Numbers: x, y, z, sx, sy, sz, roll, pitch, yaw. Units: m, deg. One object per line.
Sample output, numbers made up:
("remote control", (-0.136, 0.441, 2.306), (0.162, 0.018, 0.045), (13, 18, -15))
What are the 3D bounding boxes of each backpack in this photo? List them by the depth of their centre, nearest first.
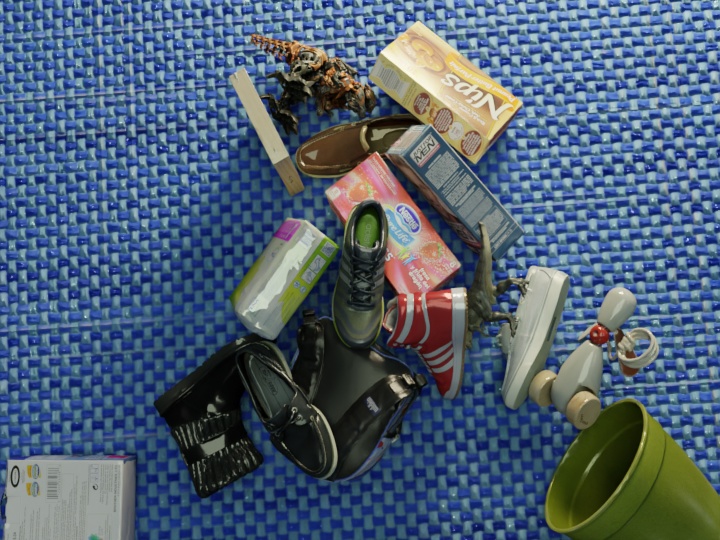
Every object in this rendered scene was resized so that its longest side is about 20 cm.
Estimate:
("backpack", (-0.027, 0.184, 1.278), (0.198, 0.154, 0.192), (30, 82, 22))

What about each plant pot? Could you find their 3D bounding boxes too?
("plant pot", (0.378, 0.310, 1.243), (0.192, 0.200, 0.202), (36, 85, -6))

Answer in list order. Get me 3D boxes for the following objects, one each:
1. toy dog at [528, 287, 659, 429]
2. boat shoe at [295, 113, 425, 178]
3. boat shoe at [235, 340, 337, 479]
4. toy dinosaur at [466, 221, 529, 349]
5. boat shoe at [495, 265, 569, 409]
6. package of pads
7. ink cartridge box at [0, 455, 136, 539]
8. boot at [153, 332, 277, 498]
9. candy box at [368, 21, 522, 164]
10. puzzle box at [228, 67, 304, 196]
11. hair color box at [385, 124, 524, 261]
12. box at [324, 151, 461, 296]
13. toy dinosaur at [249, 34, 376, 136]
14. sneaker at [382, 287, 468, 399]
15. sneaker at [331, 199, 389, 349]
("toy dog", (0.327, 0.131, 1.300), (0.200, 0.096, 0.133), (-44, 47, 18))
("boat shoe", (0.001, -0.188, 1.362), (0.198, 0.075, 0.076), (-16, 82, 0))
("boat shoe", (-0.100, 0.176, 1.199), (0.074, 0.066, 0.202), (-34, 70, 18))
("toy dinosaur", (0.179, 0.039, 1.287), (0.086, 0.048, 0.203), (16, 119, 11))
("boat shoe", (0.231, 0.091, 1.331), (0.070, 0.070, 0.204), (20, 87, 27))
("package of pads", (-0.111, 0.008, 1.279), (0.068, 0.200, 0.156), (37, 86, -11))
("ink cartridge box", (-0.416, 0.327, 1.312), (0.195, 0.076, 0.140), (0, 82, 0))
("boot", (-0.172, 0.199, 1.316), (0.210, 0.079, 0.159), (-36, 76, 8))
("candy box", (0.122, -0.257, 1.351), (0.199, 0.056, 0.116), (40, 50, 5))
("puzzle box", (-0.126, -0.185, 1.304), (0.025, 0.200, 0.135), (-27, 82, -1))
("hair color box", (0.129, -0.108, 1.305), (0.061, 0.100, 0.200), (-44, 104, -4))
("box", (0.046, -0.050, 1.332), (0.094, 0.103, 0.201), (-36, 82, -3))
("toy dinosaur", (-0.076, -0.276, 1.377), (0.197, 0.103, 0.136), (21, 51, 21))
("sneaker", (0.085, 0.100, 1.271), (0.110, 0.202, 0.072), (-1, 44, 1))
("sneaker", (0.000, 0.000, 1.226), (0.072, 0.081, 0.205), (2, 76, 0))
